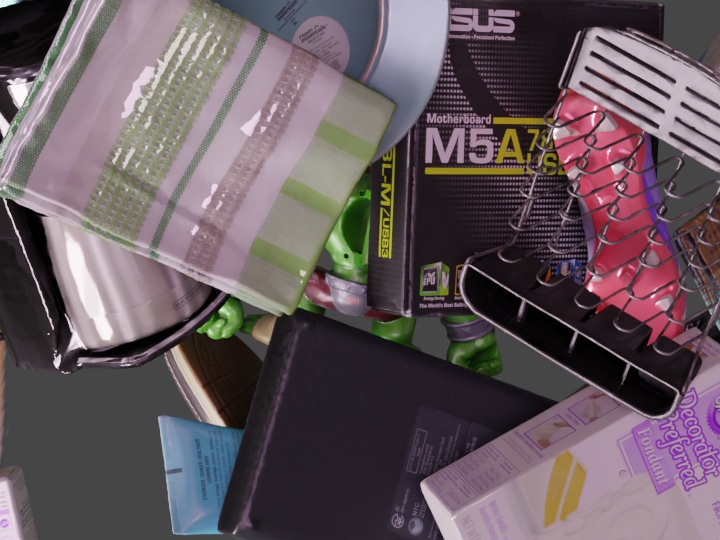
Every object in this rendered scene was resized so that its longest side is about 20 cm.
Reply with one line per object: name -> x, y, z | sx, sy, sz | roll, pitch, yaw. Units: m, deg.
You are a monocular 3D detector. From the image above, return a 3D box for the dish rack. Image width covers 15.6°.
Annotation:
dish rack -> 0.152, -0.033, 1.499 | 0.153, 0.055, 0.201 | 31, 126, 19

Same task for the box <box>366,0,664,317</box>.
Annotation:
box -> 0.097, -0.072, 1.608 | 0.199, 0.047, 0.195 | 0, 97, -35

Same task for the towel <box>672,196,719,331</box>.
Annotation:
towel -> 0.266, 0.044, 1.627 | 0.022, 0.147, 0.201 | -25, 93, 34

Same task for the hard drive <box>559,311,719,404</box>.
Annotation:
hard drive -> 0.183, 0.129, 1.674 | 0.199, 0.042, 0.135 | -35, 94, 2

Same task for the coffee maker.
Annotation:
coffee maker -> -0.195, -0.049, 1.568 | 0.191, 0.135, 0.201 | -12, 113, 20

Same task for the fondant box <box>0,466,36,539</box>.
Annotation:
fondant box -> -0.268, 0.238, 1.667 | 0.143, 0.058, 0.201 | -11, 94, 1

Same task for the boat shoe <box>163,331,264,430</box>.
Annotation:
boat shoe -> -0.067, 0.123, 1.659 | 0.065, 0.073, 0.201 | -36, 89, 35

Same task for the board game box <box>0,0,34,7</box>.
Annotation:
board game box -> -0.220, -0.189, 1.604 | 0.199, 0.028, 0.136 | 5, 115, 19

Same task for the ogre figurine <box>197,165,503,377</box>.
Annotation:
ogre figurine -> 0.000, 0.000, 1.638 | 0.199, 0.098, 0.121 | 17, 106, 9

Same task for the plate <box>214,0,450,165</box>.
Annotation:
plate -> -0.039, -0.152, 1.554 | 0.199, 0.026, 0.202 | 2, 93, 29

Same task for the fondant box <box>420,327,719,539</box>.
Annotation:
fondant box -> 0.154, 0.147, 1.580 | 0.199, 0.058, 0.145 | -29, 114, -10

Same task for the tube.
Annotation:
tube -> -0.030, 0.133, 1.606 | 0.199, 0.050, 0.078 | 9, 50, -30

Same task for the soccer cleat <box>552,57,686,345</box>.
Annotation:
soccer cleat -> 0.162, -0.031, 1.597 | 0.066, 0.077, 0.201 | -5, 119, 24

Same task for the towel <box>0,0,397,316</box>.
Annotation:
towel -> -0.092, -0.072, 1.483 | 0.199, 0.031, 0.150 | 25, 98, -23

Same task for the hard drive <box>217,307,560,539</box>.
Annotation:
hard drive -> 0.021, 0.118, 1.589 | 0.199, 0.033, 0.141 | 21, 80, -27

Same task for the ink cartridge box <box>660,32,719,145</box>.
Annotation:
ink cartridge box -> 0.248, -0.115, 1.576 | 0.068, 0.200, 0.115 | 38, 94, -3
